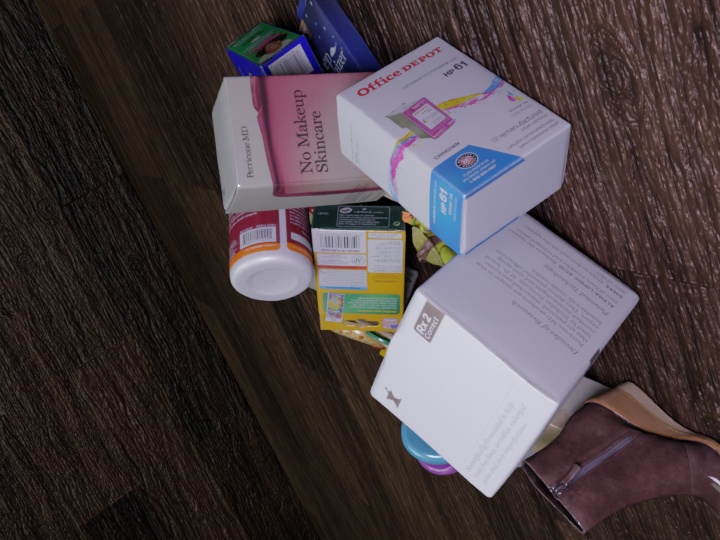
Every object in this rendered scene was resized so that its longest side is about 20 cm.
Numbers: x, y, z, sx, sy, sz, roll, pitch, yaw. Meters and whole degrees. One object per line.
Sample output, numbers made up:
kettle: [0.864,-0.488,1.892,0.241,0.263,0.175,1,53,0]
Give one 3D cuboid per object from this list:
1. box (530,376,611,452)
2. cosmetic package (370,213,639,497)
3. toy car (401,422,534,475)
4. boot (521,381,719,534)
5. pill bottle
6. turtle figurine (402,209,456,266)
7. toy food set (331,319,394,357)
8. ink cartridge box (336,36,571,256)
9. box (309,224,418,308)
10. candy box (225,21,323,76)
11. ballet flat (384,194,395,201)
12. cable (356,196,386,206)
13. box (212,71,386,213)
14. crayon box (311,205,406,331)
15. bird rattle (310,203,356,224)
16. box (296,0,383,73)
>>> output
box: [0.188,0.150,0.976,0.197,0.079,0.096,23,150,9]
cosmetic package: [0.144,0.076,0.827,0.164,0.199,0.166,37,136,17]
toy car: [0.134,0.208,1.111,0.151,0.198,0.176,-55,52,24]
boot: [0.285,0.221,0.840,0.200,0.165,0.073,43,156,35]
pill bottle: [-0.123,-0.072,1.110,0.114,0.110,0.204,96,170,-60]
turtle figurine: [0.100,-0.032,1.018,0.162,0.064,0.201,51,171,18]
toy food set: [0.056,0.126,1.297,0.196,0.049,0.199,23,169,41]
ink cartridge box: [0.088,-0.132,0.825,0.200,0.143,0.086,43,155,34]
box: [-0.016,0.006,1.250,0.197,0.069,0.083,25,155,5]
candy box: [-0.096,-0.243,1.133,0.171,0.076,0.200,60,170,-30]
ballet flat: [-0.013,-0.138,1.053,0.197,0.069,0.062,26,157,-11]
cable: [-0.063,-0.085,1.186,0.051,0.195,0.167,-7,-77,-79]
box: [-0.063,-0.148,0.948,0.109,0.196,0.131,150,112,-70]
crayon box: [0.000,0.000,1.133,0.202,0.123,0.052,89,-176,-45]
bird rattle: [-0.044,-0.085,1.324,0.161,0.112,0.204,21,130,37]
box: [-0.029,-0.277,1.057,0.202,0.032,0.121,57,160,6]
